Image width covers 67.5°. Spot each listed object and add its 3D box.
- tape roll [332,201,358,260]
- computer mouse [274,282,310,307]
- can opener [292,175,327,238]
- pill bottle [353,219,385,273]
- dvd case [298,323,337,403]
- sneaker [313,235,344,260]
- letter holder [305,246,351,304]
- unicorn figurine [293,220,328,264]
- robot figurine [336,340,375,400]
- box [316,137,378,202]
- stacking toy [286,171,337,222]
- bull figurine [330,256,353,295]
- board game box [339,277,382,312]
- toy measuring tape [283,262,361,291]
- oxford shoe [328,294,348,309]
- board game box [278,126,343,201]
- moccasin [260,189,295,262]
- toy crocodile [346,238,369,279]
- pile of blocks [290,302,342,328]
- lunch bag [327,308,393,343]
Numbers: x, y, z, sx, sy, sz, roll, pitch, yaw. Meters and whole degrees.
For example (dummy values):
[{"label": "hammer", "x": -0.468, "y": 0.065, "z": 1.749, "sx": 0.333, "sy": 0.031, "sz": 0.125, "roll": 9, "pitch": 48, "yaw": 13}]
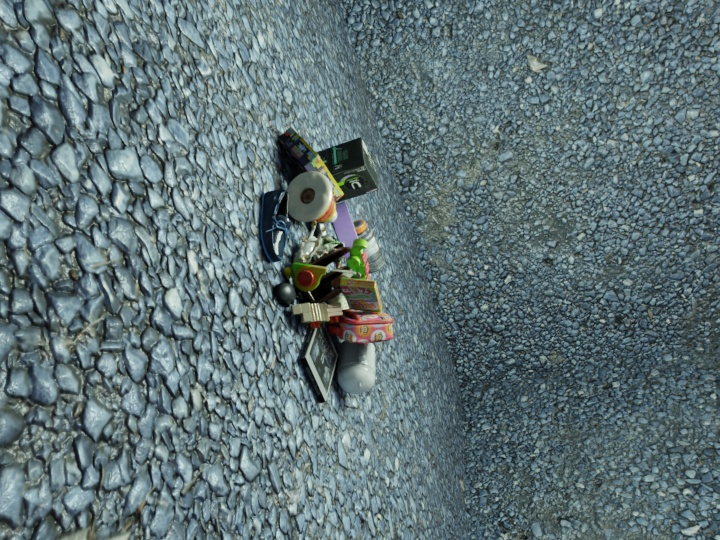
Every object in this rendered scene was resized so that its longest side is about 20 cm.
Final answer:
[{"label": "tape roll", "x": -0.049, "y": -0.132, "z": 1.843, "sx": 0.200, "sy": 0.065, "sz": 0.202, "roll": -19, "pitch": 90, "yaw": -88}, {"label": "computer mouse", "x": -0.165, "y": 0.065, "z": 1.389, "sx": 0.200, "sy": 0.034, "sz": 0.059, "roll": 24, "pitch": 53, "yaw": -72}, {"label": "can opener", "x": -0.161, "y": -0.189, "z": 1.636, "sx": 0.067, "sy": 0.053, "sz": 0.202, "roll": -24, "pitch": 102, "yaw": -42}, {"label": "pill bottle", "x": 0.016, "y": -0.094, "z": 2.057, "sx": 0.107, "sy": 0.105, "sz": 0.201, "roll": -81, "pitch": 153, "yaw": -56}, {"label": "dvd case", "x": -0.110, "y": 0.233, "z": 1.455, "sx": 0.200, "sy": 0.025, "sz": 0.151, "roll": -75, "pitch": 148, "yaw": -60}, {"label": "sneaker", "x": -0.085, "y": -0.065, "z": 1.690, "sx": 0.200, "sy": 0.088, "sz": 0.077, "roll": -67, "pitch": 140, "yaw": -67}, {"label": "letter holder", "x": -0.073, "y": 0.010, "z": 1.510, "sx": 0.101, "sy": 0.142, "sz": 0.200, "roll": 58, "pitch": 12, "yaw": 4}, {"label": "unicorn figurine", "x": -0.135, "y": -0.063, "z": 1.497, "sx": 0.074, "sy": 0.138, "sz": 0.200, "roll": 38, "pitch": 45, "yaw": 13}, {"label": "robot figurine", "x": -0.012, "y": 0.280, "z": 1.597, "sx": 0.201, "sy": 0.112, "sz": 0.170, "roll": -89, "pitch": -167, "yaw": -46}, {"label": "box", "x": -0.059, "y": -0.330, "z": 1.814, "sx": 0.149, "sy": 0.198, "sz": 0.125, "roll": 51, "pitch": 27, "yaw": -57}, {"label": "stacking toy", "x": -0.115, "y": -0.187, "z": 1.564, "sx": 0.200, "sy": 0.145, "sz": 0.147, "roll": 30, "pitch": 47, "yaw": -65}, {"label": "bull figurine", "x": -0.028, "y": 0.035, "z": 1.657, "sx": 0.065, "sy": 0.200, "sz": 0.122, "roll": 21, "pitch": 94, "yaw": -40}, {"label": "board game box", "x": 0.005, "y": 0.073, "z": 1.487, "sx": 0.200, "sy": 0.095, "sz": 0.030, "roll": 70, "pitch": 27, "yaw": -66}, {"label": "toy measuring tape", "x": -0.100, "y": 0.025, "z": 1.385, "sx": 0.074, "sy": 0.198, "sz": 0.074, "roll": 8, "pitch": 90, "yaw": -90}, {"label": "oxford shoe", "x": -0.049, "y": 0.143, "z": 1.712, "sx": 0.200, "sy": 0.057, "sz": 0.076, "roll": 46, "pitch": 36, "yaw": -34}, {"label": "board game box", "x": -0.147, "y": -0.311, "z": 1.618, "sx": 0.166, "sy": 0.057, "sz": 0.200, "roll": 50, "pitch": -1, "yaw": 34}, {"label": "moccasin", "x": -0.207, "y": -0.120, "z": 1.336, "sx": 0.080, "sy": 0.068, "sz": 0.202, "roll": 44, "pitch": 35, "yaw": -63}, {"label": "toy crocodile", "x": 0.000, "y": 0.000, "z": 1.518, "sx": 0.068, "sy": 0.061, "sz": 0.201, "roll": -71, "pitch": 158, "yaw": -56}, {"label": "pile of blocks", "x": -0.121, "y": 0.123, "z": 1.414, "sx": 0.199, "sy": 0.082, "sz": 0.063, "roll": 6, "pitch": 70, "yaw": -58}, {"label": "lunch bag", "x": -0.012, "y": 0.160, "z": 1.561, "sx": 0.200, "sy": 0.175, "sz": 0.083, "roll": -167, "pitch": -103, "yaw": -69}]
